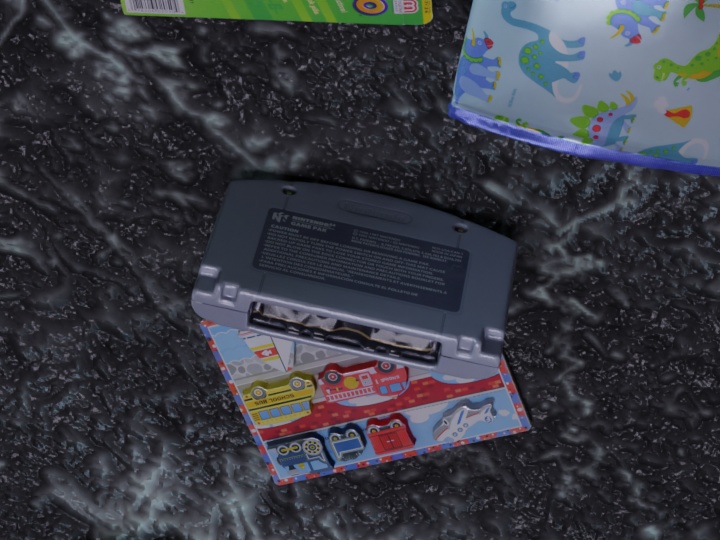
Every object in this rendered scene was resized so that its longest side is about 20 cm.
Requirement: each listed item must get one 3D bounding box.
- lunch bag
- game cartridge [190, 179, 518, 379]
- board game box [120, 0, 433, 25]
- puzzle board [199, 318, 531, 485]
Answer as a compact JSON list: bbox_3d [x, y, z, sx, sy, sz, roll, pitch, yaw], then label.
[{"bbox_3d":[0.171,-0.155,1.298,0.199,0.128,0.171,18,125,9],"label":"lunch bag"},{"bbox_3d":[0.000,0.000,1.425,0.198,0.134,0.041,13,132,2],"label":"game cartridge"},{"bbox_3d":[-0.055,-0.192,1.352,0.198,0.030,0.096,5,146,8],"label":"board game box"},{"bbox_3d":[0.004,0.075,1.547,0.199,0.017,0.151,-14,121,17],"label":"puzzle board"}]
